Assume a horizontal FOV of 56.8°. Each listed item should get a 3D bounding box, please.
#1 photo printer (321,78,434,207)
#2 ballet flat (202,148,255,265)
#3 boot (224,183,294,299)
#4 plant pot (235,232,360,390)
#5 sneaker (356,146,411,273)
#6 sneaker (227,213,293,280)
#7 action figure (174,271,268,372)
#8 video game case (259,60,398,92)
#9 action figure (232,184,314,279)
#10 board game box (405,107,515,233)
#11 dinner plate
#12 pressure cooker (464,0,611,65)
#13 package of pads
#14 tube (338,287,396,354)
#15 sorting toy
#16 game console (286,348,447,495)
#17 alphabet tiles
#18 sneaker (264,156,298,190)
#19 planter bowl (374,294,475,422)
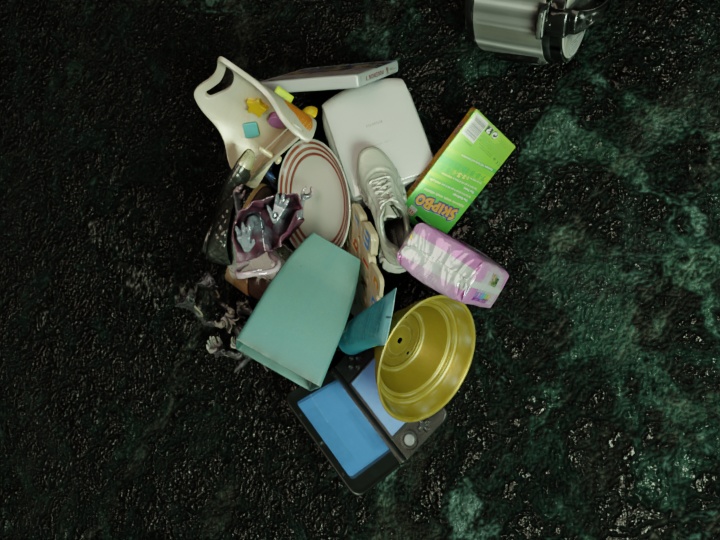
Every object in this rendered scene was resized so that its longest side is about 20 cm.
[{"bbox_3d":[0.028,-0.223,1.123,0.161,0.070,0.206,-17,75,-3],"label":"photo printer"},{"bbox_3d":[-0.210,-0.105,1.109,0.055,0.067,0.205,22,110,-3],"label":"ballet flat"},{"bbox_3d":[-0.150,-0.042,1.223,0.162,0.072,0.206,17,89,14],"label":"boot"},{"bbox_3d":[-0.086,0.058,1.032,0.138,0.141,0.204,28,75,-4],"label":"plant pot"},{"bbox_3d":[0.041,-0.102,1.019,0.073,0.081,0.206,-17,76,0],"label":"sneaker"},{"bbox_3d":[-0.181,-0.015,1.162,0.199,0.077,0.101,39,105,23],"label":"sneaker"},{"bbox_3d":[-0.236,0.100,1.214,0.201,0.101,0.119,48,71,-16],"label":"action figure"},{"bbox_3d":[-0.055,-0.333,1.148,0.194,0.182,0.024,3,114,25],"label":"video game case"},{"bbox_3d":[-0.134,-0.064,1.054,0.129,0.200,0.154,-3,88,-4],"label":"action figure"},{"bbox_3d":[0.152,-0.149,1.073,0.202,0.095,0.030,-53,22,8],"label":"board game box"},{"bbox_3d":[-0.076,-0.118,1.122,0.197,0.024,0.207,17,113,45],"label":"dinner plate"},{"bbox_3d":[0.272,-0.407,0.997,0.195,0.178,0.181,19,88,26],"label":"pressure cooker"},{"bbox_3d":[0.142,-0.005,0.992,0.119,0.199,0.077,35,99,22],"label":"package of pads"},{"bbox_3d":[0.012,0.085,0.983,0.049,0.200,0.080,12,73,-13],"label":"tube"},{"bbox_3d":[-0.180,-0.259,1.088,0.198,0.179,0.109,-25,35,50],"label":"sorting toy"},{"bbox_3d":[0.011,0.218,1.073,0.176,0.116,0.201,-47,68,12],"label":"game console"},{"bbox_3d":[0.000,0.000,1.080,0.198,0.014,0.205,-118,26,-47],"label":"alphabet tiles"},{"bbox_3d":[-0.092,-0.172,1.193,0.194,0.078,0.078,-2,83,25],"label":"sneaker"},{"bbox_3d":[0.082,0.122,1.033,0.083,0.197,0.205,28,95,50],"label":"planter bowl"}]
